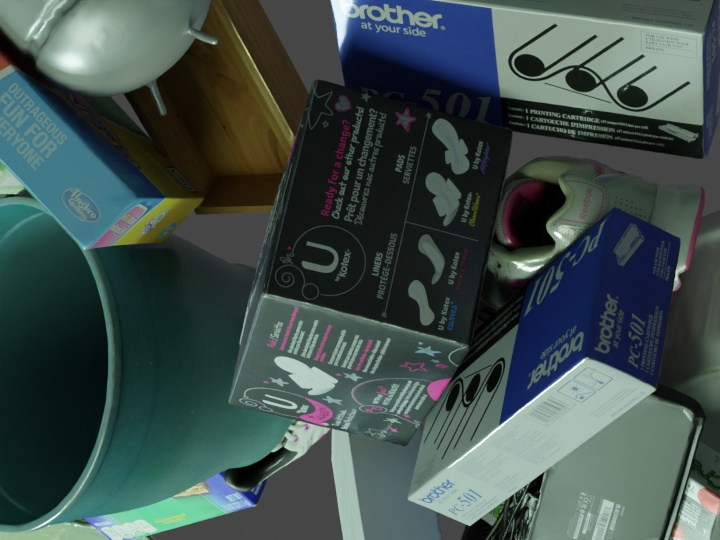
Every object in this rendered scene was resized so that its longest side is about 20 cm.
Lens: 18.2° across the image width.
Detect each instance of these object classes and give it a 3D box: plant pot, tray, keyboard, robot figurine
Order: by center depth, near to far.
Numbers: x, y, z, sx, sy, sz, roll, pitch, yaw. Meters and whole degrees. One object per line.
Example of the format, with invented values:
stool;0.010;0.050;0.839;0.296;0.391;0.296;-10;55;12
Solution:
robot figurine;-0.157;-0.172;1.176;0.200;0.113;0.170;47;152;2
keyboard;0.129;0.129;1.274;0.104;0.040;0.200;19;126;10
tray;-0.089;-0.114;1.309;0.098;0.037;0.200;-1;138;29
plant pot;-0.144;0.060;1.405;0.188;0.200;0.200;4;163;-45

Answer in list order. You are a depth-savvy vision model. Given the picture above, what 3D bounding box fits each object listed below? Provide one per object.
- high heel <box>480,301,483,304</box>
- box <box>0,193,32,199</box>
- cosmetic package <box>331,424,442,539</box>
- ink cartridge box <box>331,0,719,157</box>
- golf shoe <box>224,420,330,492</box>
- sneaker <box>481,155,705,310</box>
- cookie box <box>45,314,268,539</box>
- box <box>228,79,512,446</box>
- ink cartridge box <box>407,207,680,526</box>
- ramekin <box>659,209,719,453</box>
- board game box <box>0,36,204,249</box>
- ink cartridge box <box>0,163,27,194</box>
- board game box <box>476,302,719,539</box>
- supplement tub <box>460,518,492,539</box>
high heel;0.046;0.073;1.448;0.096;0.067;0.200;16;130;-8
box;-0.253;-0.047;1.466;0.082;0.049;0.200;19;144;4
cosmetic package;0.017;0.156;1.389;0.052;0.200;0.151;-7;144;-3
ink cartridge box;0.089;-0.119;1.190;0.200;0.044;0.094;10;142;16
golf shoe;-0.035;0.080;1.480;0.073;0.092;0.200;28;141;-4
sneaker;0.105;-0.024;1.253;0.088;0.081;0.200;21;161;-20
cookie box;-0.181;0.097;1.592;0.171;0.075;0.200;-20;126;44
box;0.000;0.000;1.245;0.115;0.132;0.200;14;159;-5
ink cartridge box;0.094;0.055;1.192;0.044;0.094;0.200;24;145;-15
ramekin;0.253;0.064;1.299;0.200;0.105;0.200;14;143;11
board game box;-0.168;-0.080;1.245;0.153;0.040;0.200;46;-174;2
ink cartridge box;-0.254;-0.102;1.272;0.145;0.048;0.200;41;-176;2
board game box;0.129;0.120;1.313;0.200;0.035;0.126;33;134;30
supplement tub;0.125;0.178;1.429;0.122;0.200;0.123;15;143;11
